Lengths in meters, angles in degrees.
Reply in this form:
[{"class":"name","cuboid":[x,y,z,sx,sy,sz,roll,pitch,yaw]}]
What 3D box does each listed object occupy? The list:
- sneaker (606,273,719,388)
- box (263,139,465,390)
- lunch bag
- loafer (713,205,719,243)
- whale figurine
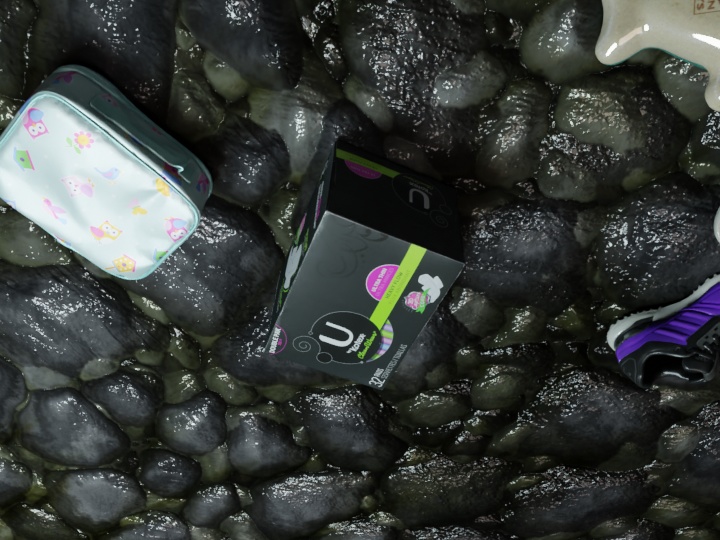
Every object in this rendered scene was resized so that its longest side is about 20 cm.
[{"class":"sneaker","cuboid":[0.387,0.077,0.752,0.198,0.101,0.070,-30,123,22]},{"class":"box","cuboid":[0.000,0.000,0.701,0.145,0.126,0.202,18,130,-12]},{"class":"lunch bag","cuboid":[-0.252,-0.093,0.671,0.159,0.078,0.199,-37,119,27]},{"class":"loafer","cuboid":[0.397,-0.115,0.628,0.071,0.063,0.203,29,113,12]},{"class":"whale figurine","cuboid":[0.294,-0.207,0.537,0.195,0.103,0.164,2,93,26]}]
